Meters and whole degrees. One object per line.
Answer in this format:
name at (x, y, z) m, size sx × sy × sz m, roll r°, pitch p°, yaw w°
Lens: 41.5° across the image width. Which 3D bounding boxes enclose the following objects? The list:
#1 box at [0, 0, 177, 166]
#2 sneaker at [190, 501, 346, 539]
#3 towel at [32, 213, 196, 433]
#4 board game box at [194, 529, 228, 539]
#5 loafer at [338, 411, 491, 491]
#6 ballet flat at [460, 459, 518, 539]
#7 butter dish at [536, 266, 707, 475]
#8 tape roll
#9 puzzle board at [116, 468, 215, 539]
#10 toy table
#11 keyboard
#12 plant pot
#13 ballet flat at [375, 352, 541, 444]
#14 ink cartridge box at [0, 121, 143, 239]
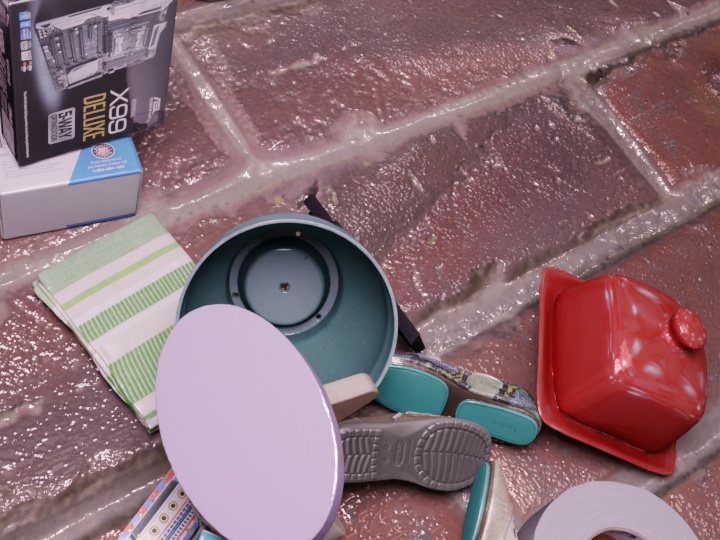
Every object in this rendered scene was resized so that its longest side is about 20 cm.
box at (-0.254, -0.199, 0.880) m, size 0.156 × 0.201 × 0.050 m, roll -22°, pitch 64°, yaw -30°
sneaker at (-0.043, 0.210, 0.825) m, size 0.199 × 0.078 × 0.113 m, roll 34°, pitch 93°, yaw 1°
towel at (-0.212, 0.048, 0.953) m, size 0.152 × 0.023 × 0.200 m, roll -33°, pitch 72°, yaw -32°
board game box at (-0.058, 0.283, 0.760) m, size 0.198 × 0.151 × 0.047 m, roll 25°, pitch 56°, yaw -9°
loafer at (0.041, 0.166, 0.926) m, size 0.198 × 0.069 × 0.076 m, roll 12°, pitch 98°, yaw -29°
ballet flat at (0.118, 0.281, 0.891) m, size 0.062 × 0.068 × 0.202 m, roll 20°, pitch 65°, yaw -2°
butter dish at (0.297, 0.086, 1.000) m, size 0.198 × 0.148 × 0.202 m, roll 25°, pitch 54°, yaw -22°
tape roll at (0.241, 0.308, 0.912) m, size 0.197 × 0.066 × 0.203 m, roll 9°, pitch 57°, yaw -14°
puzzle board at (-0.152, 0.276, 0.834) m, size 0.150 × 0.017 × 0.201 m, roll 34°, pitch 55°, yaw 4°
toy table at (-0.075, 0.132, 0.752) m, size 0.182 × 0.117 × 0.202 m, roll -22°, pitch 67°, yaw 6°
keyboard at (0.000, 0.000, 0.991) m, size 0.021 × 0.127 × 0.201 m, roll -37°, pitch 69°, yaw -4°
plant pot at (-0.070, 0.032, 0.902) m, size 0.197 × 0.203 × 0.134 m, roll 13°, pitch 17°, yaw -10°
ballet flat at (0.092, 0.125, 0.986) m, size 0.198 × 0.074 × 0.075 m, roll 22°, pitch 55°, yaw -6°
ink cartridge box at (-0.328, -0.149, 0.997) m, size 0.143 × 0.084 × 0.202 m, roll -13°, pitch 64°, yaw -24°
